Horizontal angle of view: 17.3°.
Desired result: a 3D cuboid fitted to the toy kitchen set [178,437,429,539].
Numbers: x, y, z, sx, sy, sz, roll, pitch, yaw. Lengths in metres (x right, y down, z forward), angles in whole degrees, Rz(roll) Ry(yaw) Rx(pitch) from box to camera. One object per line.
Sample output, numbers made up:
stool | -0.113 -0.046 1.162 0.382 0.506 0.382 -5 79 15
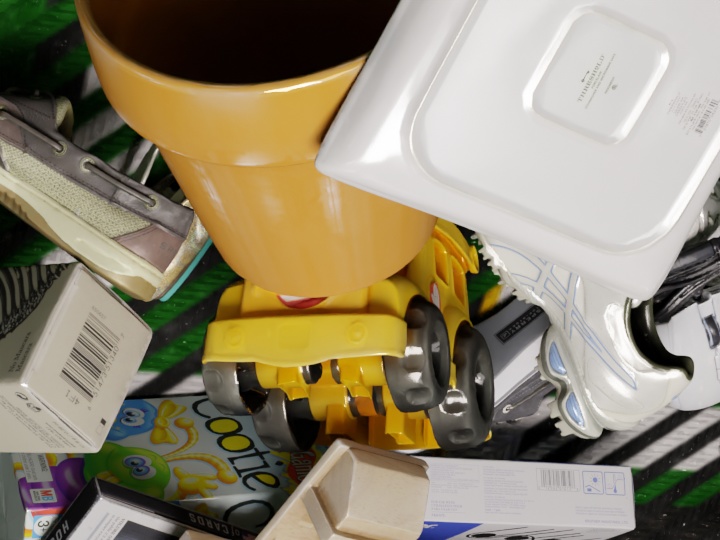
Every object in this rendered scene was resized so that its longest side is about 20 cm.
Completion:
toy kitchen set | 0.007 0.220 1.326 0.199 0.181 0.164 18 119 -39

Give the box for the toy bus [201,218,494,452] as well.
toy bus | 0.000 0.000 1.346 0.135 0.194 0.200 -1 164 18

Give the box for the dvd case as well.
dvd case | -0.115 0.208 1.411 0.199 0.025 0.151 24 115 -33

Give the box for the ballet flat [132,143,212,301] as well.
ballet flat | -0.079 -0.068 1.349 0.071 0.071 0.200 33 107 -34

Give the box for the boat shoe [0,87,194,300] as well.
boat shoe | -0.176 -0.064 1.270 0.200 0.072 0.066 38 84 8

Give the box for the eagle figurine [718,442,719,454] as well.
eagle figurine | 0.331 0.123 1.591 0.198 0.151 0.153 -2 95 6

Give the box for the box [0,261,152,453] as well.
box | -0.213 0.049 1.293 0.199 0.083 0.068 -5 142 40

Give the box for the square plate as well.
square plate | 0.108 -0.095 1.094 0.197 0.028 0.201 21 109 -24

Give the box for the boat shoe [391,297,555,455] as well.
boat shoe | 0.096 0.064 1.502 0.199 0.070 0.066 -37 126 -3

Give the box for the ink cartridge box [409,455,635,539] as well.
ink cartridge box | 0.068 0.151 1.530 0.198 0.045 0.094 5 162 -23

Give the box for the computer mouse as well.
computer mouse | 0.222 0.040 1.499 0.109 0.044 0.200 -26 150 -6

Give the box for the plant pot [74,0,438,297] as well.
plant pot | -0.030 -0.093 1.209 0.199 0.201 0.184 -19 137 -7

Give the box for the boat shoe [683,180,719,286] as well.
boat shoe | 0.186 -0.032 1.463 0.199 0.069 0.071 29 106 -34

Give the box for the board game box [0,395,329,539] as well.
board game box | -0.120 0.147 1.449 0.198 0.105 0.104 -2 124 -20

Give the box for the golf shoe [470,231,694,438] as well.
golf shoe | 0.133 -0.004 1.405 0.097 0.078 0.201 -25 92 37
